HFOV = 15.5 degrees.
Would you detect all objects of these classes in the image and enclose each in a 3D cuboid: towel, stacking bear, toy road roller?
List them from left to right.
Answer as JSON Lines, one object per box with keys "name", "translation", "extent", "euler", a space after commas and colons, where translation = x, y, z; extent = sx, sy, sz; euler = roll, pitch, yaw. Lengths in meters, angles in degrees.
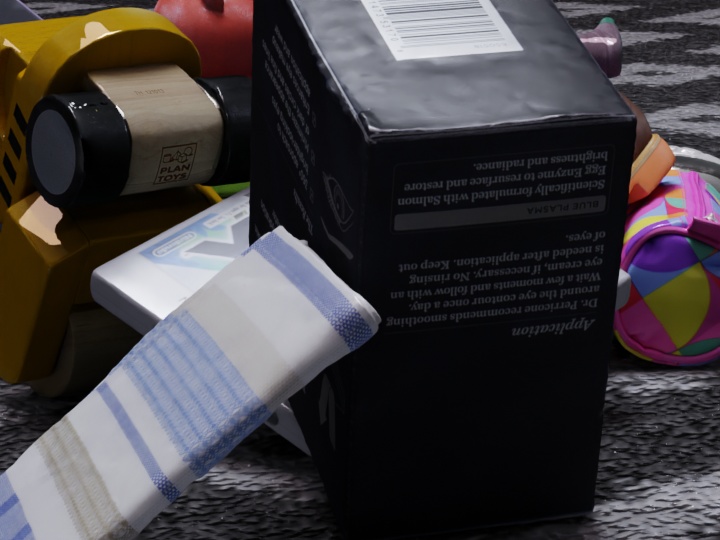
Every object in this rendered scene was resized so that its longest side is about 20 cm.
{"name": "toy road roller", "translation": [-0.142, -0.047, 1.390], "extent": [0.123, 0.200, 0.146], "euler": [-10, 42, -36]}
{"name": "towel", "translation": [-0.082, 0.065, 1.036], "extent": [0.200, 0.024, 0.147], "euler": [-42, 19, -4]}
{"name": "stacking bear", "translation": [-0.084, -0.081, 1.606], "extent": [0.114, 0.200, 0.121], "euler": [-4, 11, -9]}

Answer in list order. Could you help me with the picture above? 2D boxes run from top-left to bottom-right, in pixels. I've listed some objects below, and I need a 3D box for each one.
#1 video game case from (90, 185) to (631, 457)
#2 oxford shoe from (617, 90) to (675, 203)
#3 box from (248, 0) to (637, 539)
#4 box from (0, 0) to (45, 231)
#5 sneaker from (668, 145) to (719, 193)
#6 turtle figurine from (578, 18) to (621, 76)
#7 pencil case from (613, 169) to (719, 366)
{"name": "video game case", "translation": [0.001, 0.008, 1.298], "extent": [0.182, 0.022, 0.200], "euler": [33, 47, 32]}
{"name": "oxford shoe", "translation": [0.104, -0.045, 1.429], "extent": [0.071, 0.073, 0.200], "euler": [-29, 9, 32]}
{"name": "box", "translation": [0.027, -0.022, 1.144], "extent": [0.117, 0.200, 0.197], "euler": [-5, 33, -14]}
{"name": "box", "translation": [-0.230, -0.086, 1.532], "extent": [0.200, 0.123, 0.198], "euler": [39, -12, -17]}
{"name": "sneaker", "translation": [0.149, -0.029, 1.676], "extent": [0.200, 0.074, 0.080], "euler": [-7, 25, 1]}
{"name": "turtle figurine", "translation": [0.054, -0.107, 1.606], "extent": [0.200, 0.150, 0.101], "euler": [4, 35, -6]}
{"name": "pencil case", "translation": [0.177, -0.006, 1.471], "extent": [0.088, 0.088, 0.200], "euler": [-2, 11, 3]}
